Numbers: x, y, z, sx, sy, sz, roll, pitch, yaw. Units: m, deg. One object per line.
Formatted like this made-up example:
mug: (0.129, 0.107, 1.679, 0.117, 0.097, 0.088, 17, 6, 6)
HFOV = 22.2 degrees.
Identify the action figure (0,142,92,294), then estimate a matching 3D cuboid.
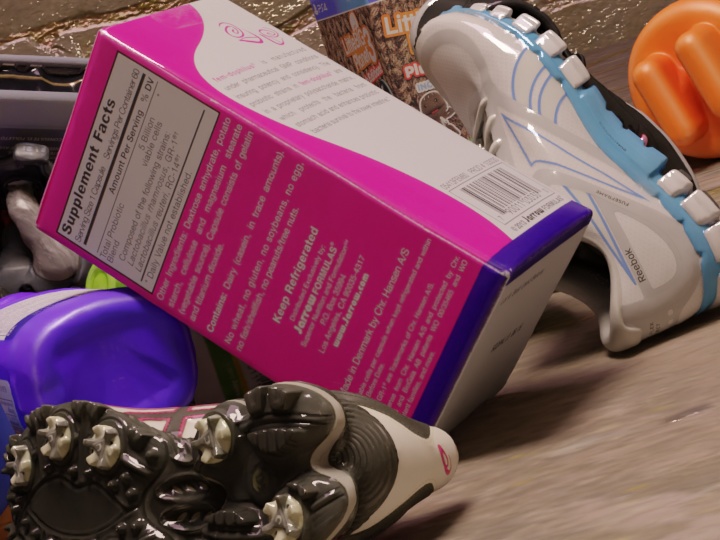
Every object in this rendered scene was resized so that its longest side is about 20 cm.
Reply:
action figure: (-0.203, 0.026, 1.057, 0.192, 0.105, 0.200, -18, -30, -3)

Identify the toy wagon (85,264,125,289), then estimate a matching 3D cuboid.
toy wagon: (-0.078, -0.039, 1.025, 0.155, 0.201, 0.039, 8, -12, -37)

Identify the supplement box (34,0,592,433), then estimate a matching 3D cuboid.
supplement box: (-0.022, -0.023, 0.779, 0.101, 0.199, 0.104, -31, -30, -59)

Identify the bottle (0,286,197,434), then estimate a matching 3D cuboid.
bottle: (-0.143, 0.043, 0.855, 0.083, 0.066, 0.200, -17, 6, -25)

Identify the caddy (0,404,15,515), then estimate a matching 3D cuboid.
caddy: (-0.229, 0.081, 0.730, 0.141, 0.105, 0.200, -6, 32, 30)

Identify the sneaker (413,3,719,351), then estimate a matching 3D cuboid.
sneaker: (0.081, -0.044, 0.846, 0.086, 0.200, 0.075, -33, -27, -21)

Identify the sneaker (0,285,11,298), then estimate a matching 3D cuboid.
sneaker: (-0.267, 0.082, 0.980, 0.199, 0.075, 0.116, -30, -23, -20)

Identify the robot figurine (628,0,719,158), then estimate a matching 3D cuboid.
robot figurine: (0.265, -0.149, 1.329, 0.116, 0.145, 0.200, 24, 28, 23)

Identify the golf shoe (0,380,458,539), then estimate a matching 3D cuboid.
golf shoe: (-0.056, 0.085, 0.685, 0.199, 0.078, 0.088, -8, -8, 42)

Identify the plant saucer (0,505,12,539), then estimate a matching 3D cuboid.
plant saucer: (-0.183, 0.109, 0.874, 0.199, 0.038, 0.200, -18, 7, 2)

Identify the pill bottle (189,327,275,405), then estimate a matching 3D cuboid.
pill bottle: (0.000, 0.000, 0.922, 0.199, 0.112, 0.111, -19, 8, -6)

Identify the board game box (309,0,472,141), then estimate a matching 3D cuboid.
board game box: (0.053, -0.131, 1.385, 0.096, 0.201, 0.159, -20, 7, -13)

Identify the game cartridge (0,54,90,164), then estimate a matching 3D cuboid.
game cartridge: (-0.187, -0.067, 1.053, 0.199, 0.041, 0.133, -1, -39, -33)

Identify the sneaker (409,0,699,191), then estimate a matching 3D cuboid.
sneaker: (0.116, -0.082, 1.020, 0.071, 0.200, 0.099, -53, 10, 2)
